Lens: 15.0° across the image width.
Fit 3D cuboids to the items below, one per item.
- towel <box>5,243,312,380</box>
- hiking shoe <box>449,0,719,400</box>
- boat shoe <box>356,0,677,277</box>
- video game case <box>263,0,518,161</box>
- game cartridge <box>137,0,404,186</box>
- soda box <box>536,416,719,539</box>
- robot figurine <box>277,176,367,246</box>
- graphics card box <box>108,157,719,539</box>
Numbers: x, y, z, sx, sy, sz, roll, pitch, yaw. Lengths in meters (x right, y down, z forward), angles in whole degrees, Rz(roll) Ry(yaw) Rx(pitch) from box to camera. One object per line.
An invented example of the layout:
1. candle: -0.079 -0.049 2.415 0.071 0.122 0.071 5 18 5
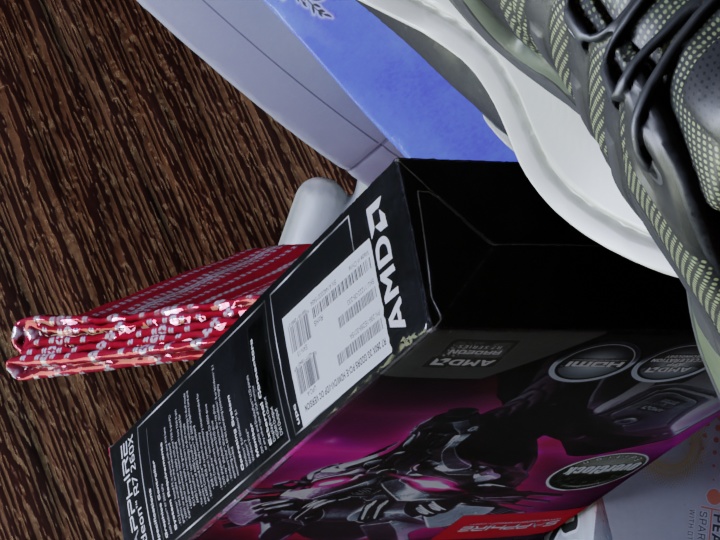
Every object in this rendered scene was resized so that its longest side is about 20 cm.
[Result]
1. towel: 0.000 0.000 0.884 0.144 0.199 0.023 -22 -79 -54
2. hiking shoe: 0.071 -0.050 0.527 0.201 0.076 0.101 57 172 0
3. boat shoe: 0.054 -0.056 0.656 0.200 0.074 0.060 36 -171 38
4. video game case: -0.005 -0.118 0.850 0.200 0.045 0.181 48 -163 -6
5. game cartridge: -0.040 -0.106 0.874 0.200 0.042 0.133 39 -163 -30
6. soda box: 0.085 0.114 0.822 0.064 0.068 0.201 144 135 -66
7. robot figurine: 0.042 0.014 1.183 0.113 0.168 0.201 29 -105 -85
8. graphics card box: 0.024 0.034 0.750 0.200 0.125 0.051 -44 50 53
